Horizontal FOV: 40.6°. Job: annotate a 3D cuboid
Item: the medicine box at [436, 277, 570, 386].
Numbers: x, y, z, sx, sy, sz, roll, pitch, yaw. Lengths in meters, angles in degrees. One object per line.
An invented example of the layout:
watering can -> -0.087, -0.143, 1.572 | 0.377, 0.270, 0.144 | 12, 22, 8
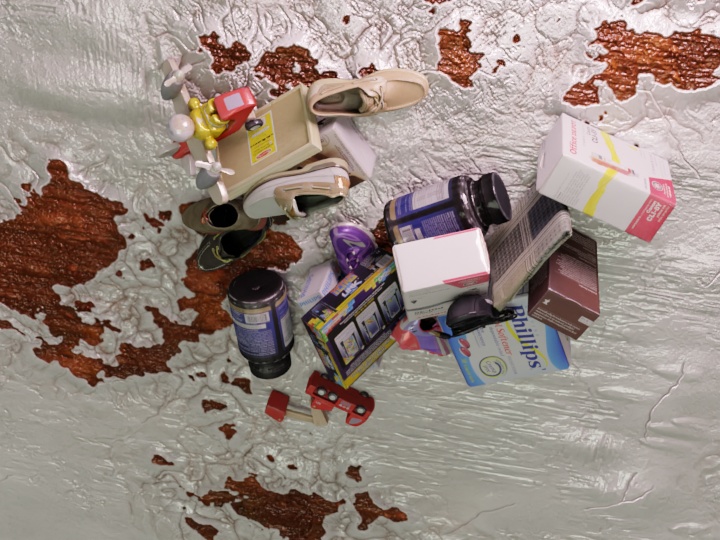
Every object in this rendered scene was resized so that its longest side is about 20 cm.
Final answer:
medicine box -> 0.265, 0.100, 1.783 | 0.199, 0.103, 0.183 | -13, 122, 21

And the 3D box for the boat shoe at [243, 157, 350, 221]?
boat shoe -> -0.110, -0.121, 1.607 | 0.199, 0.069, 0.075 | -20, 148, 25

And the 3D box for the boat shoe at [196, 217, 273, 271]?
boat shoe -> -0.242, -0.053, 1.803 | 0.072, 0.061, 0.201 | 42, 123, -19

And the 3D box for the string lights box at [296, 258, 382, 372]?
string lights box -> -0.031, 0.089, 1.836 | 0.059, 0.103, 0.200 | -22, 119, 29

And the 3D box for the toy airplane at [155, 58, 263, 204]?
toy airplane -> -0.276, -0.233, 1.613 | 0.199, 0.141, 0.200 | 26, 110, 25

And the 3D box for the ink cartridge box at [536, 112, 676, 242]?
ink cartridge box -> 0.388, -0.149, 1.548 | 0.199, 0.146, 0.084 | 23, 126, -6

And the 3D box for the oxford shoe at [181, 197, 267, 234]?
oxford shoe -> -0.259, -0.102, 1.732 | 0.199, 0.075, 0.071 | -3, 89, 39

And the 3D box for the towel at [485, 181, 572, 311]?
towel -> 0.279, -0.053, 1.612 | 0.034, 0.193, 0.200 | 26, 126, -18

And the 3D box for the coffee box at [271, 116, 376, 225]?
coffee box -> -0.088, -0.177, 1.668 | 0.199, 0.080, 0.113 | -25, 119, 27

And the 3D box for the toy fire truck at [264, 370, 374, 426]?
toy fire truck -> -0.085, 0.282, 2.023 | 0.199, 0.049, 0.141 | 26, 127, -8

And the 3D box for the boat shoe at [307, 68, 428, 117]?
boat shoe -> 0.013, -0.277, 1.570 | 0.198, 0.065, 0.072 | -8, 123, 2

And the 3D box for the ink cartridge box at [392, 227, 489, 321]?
ink cartridge box -> 0.136, 0.010, 1.618 | 0.145, 0.083, 0.200 | -13, 162, 2

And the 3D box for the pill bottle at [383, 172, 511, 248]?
pill bottle -> 0.148, -0.095, 1.650 | 0.199, 0.112, 0.112 | -18, 121, 23

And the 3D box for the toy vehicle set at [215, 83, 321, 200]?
toy vehicle set -> -0.159, -0.214, 1.631 | 0.199, 0.125, 0.026 | -25, 150, 27

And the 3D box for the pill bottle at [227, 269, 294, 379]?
pill bottle -> -0.188, 0.108, 1.877 | 0.111, 0.112, 0.201 | 2, 126, 11

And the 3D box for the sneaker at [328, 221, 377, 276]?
sneaker -> 0.000, 0.000, 1.778 | 0.080, 0.084, 0.201 | -14, 121, 21

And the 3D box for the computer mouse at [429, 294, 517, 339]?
computer mouse -> 0.169, 0.077, 1.639 | 0.140, 0.200, 0.046 | -21, 77, 26

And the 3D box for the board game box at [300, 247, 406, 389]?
board game box -> 0.004, 0.085, 1.734 | 0.057, 0.200, 0.166 | 29, 152, 40

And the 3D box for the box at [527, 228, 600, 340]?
box -> 0.343, 0.012, 1.641 | 0.100, 0.201, 0.075 | 27, 127, -9

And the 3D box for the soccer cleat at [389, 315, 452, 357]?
soccer cleat -> 0.134, 0.113, 1.790 | 0.199, 0.067, 0.077 | 8, 130, -51
